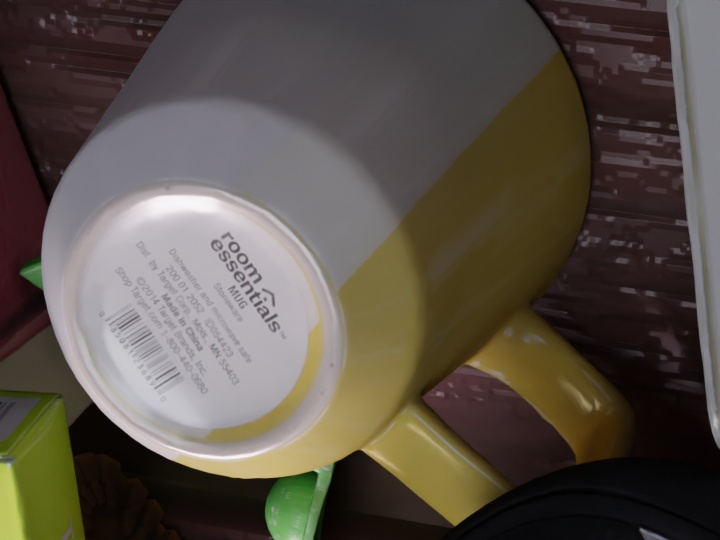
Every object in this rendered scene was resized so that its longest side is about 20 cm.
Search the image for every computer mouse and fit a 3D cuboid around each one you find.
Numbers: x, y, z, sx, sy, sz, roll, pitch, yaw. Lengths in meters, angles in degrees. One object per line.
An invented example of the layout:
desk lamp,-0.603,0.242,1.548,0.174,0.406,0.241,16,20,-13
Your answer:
computer mouse,0.130,0.085,0.680,0.199,0.140,0.046,16,95,29

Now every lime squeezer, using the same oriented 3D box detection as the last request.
lime squeezer,-0.037,0.073,0.849,0.070,0.038,0.201,-26,110,-1

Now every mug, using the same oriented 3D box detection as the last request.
mug,-0.004,-0.009,0.747,0.186,0.153,0.150,16,115,12

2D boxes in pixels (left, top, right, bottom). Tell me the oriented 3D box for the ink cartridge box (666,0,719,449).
ink cartridge box,0.192,-0.025,0.674,0.199,0.087,0.146,-10,72,21

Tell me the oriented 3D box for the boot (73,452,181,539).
boot,-0.087,0.172,0.903,0.107,0.075,0.201,-28,92,30

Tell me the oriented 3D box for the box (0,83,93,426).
box,-0.186,-0.020,0.832,0.127,0.109,0.201,-13,107,23

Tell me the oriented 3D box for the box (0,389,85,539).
box,-0.140,0.133,0.793,0.121,0.048,0.201,3,115,18
